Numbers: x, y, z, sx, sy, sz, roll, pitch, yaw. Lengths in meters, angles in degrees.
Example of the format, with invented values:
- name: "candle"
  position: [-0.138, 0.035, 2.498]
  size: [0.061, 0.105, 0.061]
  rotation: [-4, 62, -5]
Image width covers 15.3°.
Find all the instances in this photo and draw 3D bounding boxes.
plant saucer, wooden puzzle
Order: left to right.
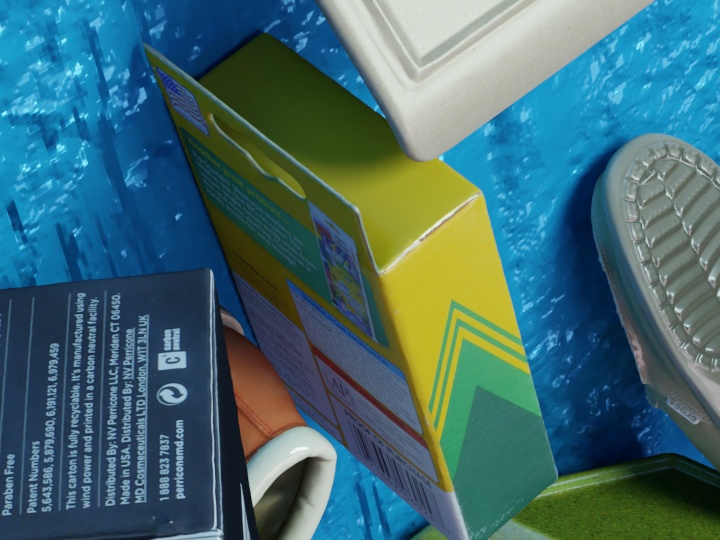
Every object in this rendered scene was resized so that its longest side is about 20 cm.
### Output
- name: "wooden puzzle"
  position: [0.037, -0.166, 0.903]
  size: [0.185, 0.037, 0.200]
  rotation: [-36, 107, -19]
- name: "plant saucer"
  position: [0.142, 0.134, 1.191]
  size: [0.199, 0.199, 0.048]
  rotation: [-7, 111, -42]

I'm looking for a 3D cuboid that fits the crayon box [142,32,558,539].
- name: "crayon box"
  position: [0.000, 0.000, 0.981]
  size: [0.052, 0.126, 0.200]
  rotation: [-38, 141, -16]

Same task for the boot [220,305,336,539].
- name: "boot"
  position: [-0.087, 0.116, 1.007]
  size: [0.075, 0.107, 0.200]
  rotation: [15, 111, -53]

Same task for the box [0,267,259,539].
- name: "box"
  position: [-0.131, 0.117, 0.878]
  size: [0.196, 0.124, 0.201]
  rotation: [-6, 133, 0]

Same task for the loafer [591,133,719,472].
- name: "loafer"
  position: [0.151, 0.031, 1.179]
  size: [0.076, 0.068, 0.201]
  rotation: [-38, 110, -27]
